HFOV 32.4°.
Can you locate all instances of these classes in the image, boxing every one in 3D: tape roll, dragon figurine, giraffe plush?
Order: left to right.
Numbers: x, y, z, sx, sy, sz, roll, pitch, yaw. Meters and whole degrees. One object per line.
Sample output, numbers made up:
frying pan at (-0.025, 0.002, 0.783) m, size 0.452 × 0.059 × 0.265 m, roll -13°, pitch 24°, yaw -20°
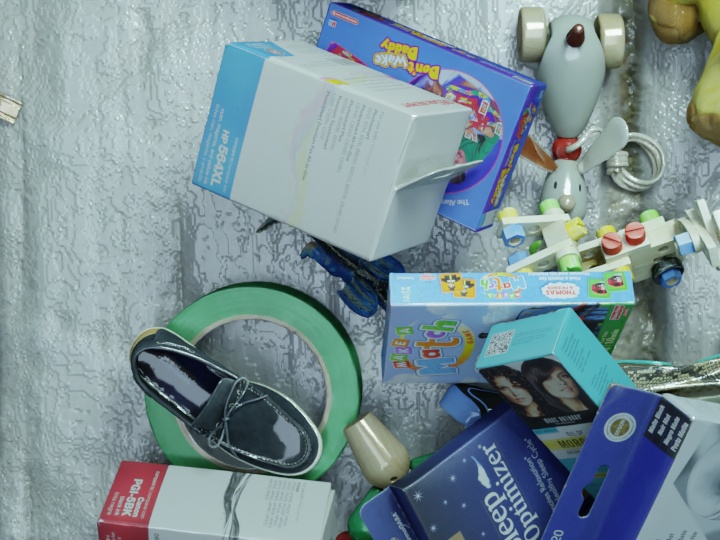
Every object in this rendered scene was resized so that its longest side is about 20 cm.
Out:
tape roll at (-0.099, 0.111, 1.160) m, size 0.200 × 0.048 × 0.201 m, roll 0°, pitch 96°, yaw 5°
dragon figurine at (0.000, 0.000, 1.097) m, size 0.059 × 0.200 × 0.099 m, roll -49°, pitch 52°, yaw 5°
giraffe plush at (0.311, -0.225, 1.055) m, size 0.162 × 0.172 × 0.200 m, roll 41°, pitch 109°, yaw 21°

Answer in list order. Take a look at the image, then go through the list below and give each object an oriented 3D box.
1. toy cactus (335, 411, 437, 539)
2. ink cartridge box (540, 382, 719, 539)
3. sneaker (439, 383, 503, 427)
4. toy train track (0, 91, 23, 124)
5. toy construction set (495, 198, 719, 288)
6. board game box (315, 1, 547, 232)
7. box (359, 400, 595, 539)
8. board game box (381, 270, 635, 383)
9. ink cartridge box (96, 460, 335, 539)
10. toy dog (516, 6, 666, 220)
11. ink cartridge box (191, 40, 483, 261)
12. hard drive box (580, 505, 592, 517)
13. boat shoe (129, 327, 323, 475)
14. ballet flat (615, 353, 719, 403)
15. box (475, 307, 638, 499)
toy cactus at (0.047, 0.201, 1.124) m, size 0.200 × 0.102 × 0.165 m, roll -34°, pitch 90°, yaw 14°
ink cartridge box at (0.257, 0.198, 1.000) m, size 0.200 × 0.041 × 0.200 m, roll 11°, pitch 112°, yaw -19°
sneaker at (0.174, 0.136, 1.133) m, size 0.200 × 0.070 × 0.078 m, roll 25°, pitch 94°, yaw -5°
toy train track at (-0.395, -0.135, 1.169) m, size 0.115 × 0.033 × 0.200 m, roll 26°, pitch 98°, yaw 2°
toy construction set at (0.224, -0.021, 1.076) m, size 0.200 × 0.131 × 0.092 m, roll -7°, pitch 57°, yaw 15°
board game box at (0.045, -0.136, 1.086) m, size 0.200 × 0.045 × 0.135 m, roll 27°, pitch 109°, yaw 19°
box at (0.106, 0.195, 1.048) m, size 0.200 × 0.032 × 0.121 m, roll -33°, pitch 103°, yaw -22°
board game box at (0.120, 0.051, 1.070) m, size 0.200 × 0.151 × 0.037 m, roll 0°, pitch 60°, yaw -2°
ink cartridge box at (-0.128, 0.262, 1.132) m, size 0.200 × 0.083 × 0.147 m, roll 5°, pitch 123°, yaw 4°
toy dog at (0.188, -0.143, 1.088) m, size 0.132 × 0.096 × 0.200 m, roll -20°, pitch 93°, yaw 7°
ink cartridge box at (-0.012, -0.098, 1.022) m, size 0.200 × 0.129 × 0.125 m, roll 25°, pitch 109°, yaw 20°
hard drive box at (0.286, 0.247, 1.100) m, size 0.200 × 0.077 × 0.156 m, roll -34°, pitch 115°, yaw 7°
boat shoe at (-0.124, 0.121, 1.108) m, size 0.200 × 0.062 × 0.075 m, roll 35°, pitch 95°, yaw -1°
ballet flat at (0.279, 0.107, 1.065) m, size 0.200 × 0.068 × 0.075 m, roll -7°, pitch 63°, yaw 9°
box at (0.188, 0.119, 1.022) m, size 0.082 × 0.049 × 0.200 m, roll -16°, pitch 126°, yaw 44°
